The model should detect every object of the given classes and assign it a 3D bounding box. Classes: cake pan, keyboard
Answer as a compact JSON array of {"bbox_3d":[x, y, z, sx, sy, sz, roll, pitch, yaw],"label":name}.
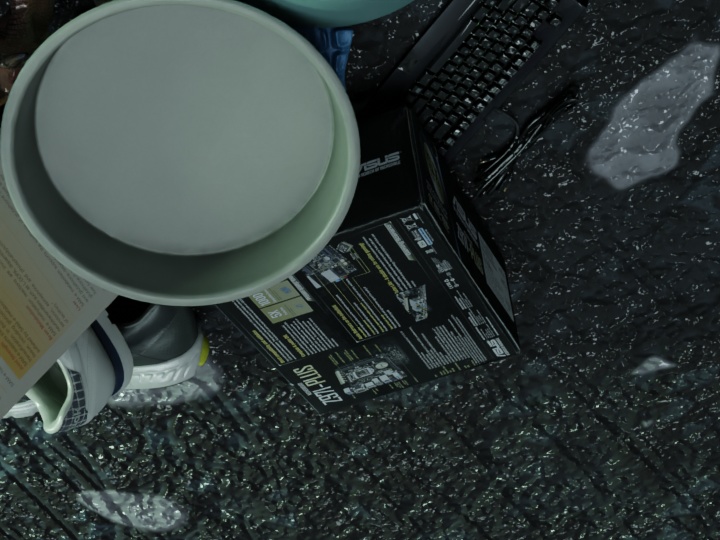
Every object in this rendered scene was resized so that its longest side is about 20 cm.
[{"bbox_3d":[-0.100,-0.071,0.831,0.199,0.037,0.201,-2,125,-3],"label":"cake pan"},{"bbox_3d":[0.080,-0.111,0.984,0.127,0.021,0.200,24,129,-24],"label":"keyboard"}]

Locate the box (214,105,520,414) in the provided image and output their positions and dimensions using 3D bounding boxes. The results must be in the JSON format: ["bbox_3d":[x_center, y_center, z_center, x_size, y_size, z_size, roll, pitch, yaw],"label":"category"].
[{"bbox_3d":[0.000,0.000,1.014,0.163,0.086,0.200,-19,143,16],"label":"box"}]

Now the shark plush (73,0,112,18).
[{"bbox_3d":[-0.086,-0.137,0.920,0.199,0.091,0.084,31,94,-23],"label":"shark plush"}]

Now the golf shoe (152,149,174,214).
[{"bbox_3d":[-0.158,-0.057,0.949,0.088,0.077,0.200,29,150,-8],"label":"golf shoe"}]

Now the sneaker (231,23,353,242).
[{"bbox_3d":[-0.040,-0.114,0.899,0.074,0.087,0.201,4,107,-12],"label":"sneaker"}]

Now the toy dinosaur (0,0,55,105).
[{"bbox_3d":[-0.212,-0.182,0.804,0.200,0.086,0.136,42,77,-37],"label":"toy dinosaur"}]

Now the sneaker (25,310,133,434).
[{"bbox_3d":[-0.237,0.017,0.999,0.076,0.080,0.200,-37,92,36],"label":"sneaker"}]

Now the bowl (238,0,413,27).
[{"bbox_3d":[-0.014,-0.218,0.766,0.199,0.105,0.202,-2,110,-7],"label":"bowl"}]

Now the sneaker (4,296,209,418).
[{"bbox_3d":[-0.215,0.047,1.089,0.199,0.075,0.085,-12,128,-5],"label":"sneaker"}]

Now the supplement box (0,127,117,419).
[{"bbox_3d":[-0.247,0.020,0.894,0.073,0.200,0.126,-5,125,46],"label":"supplement box"}]
